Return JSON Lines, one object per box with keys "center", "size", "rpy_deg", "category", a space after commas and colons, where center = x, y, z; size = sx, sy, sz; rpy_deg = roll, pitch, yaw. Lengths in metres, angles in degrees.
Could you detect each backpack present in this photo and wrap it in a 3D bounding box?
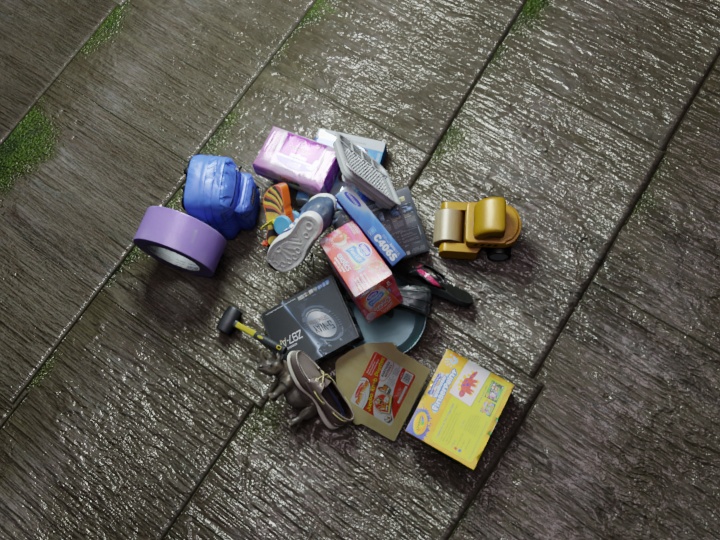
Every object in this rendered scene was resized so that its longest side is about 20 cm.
{"center": [-0.331, -0.184, 1.651], "size": [0.165, 0.200, 0.165], "rpy_deg": [-1, 70, 5], "category": "backpack"}

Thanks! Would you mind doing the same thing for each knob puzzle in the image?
{"center": [0.033, 0.250, 1.549], "size": [0.216, 0.030, 0.224], "rpy_deg": [-1, 86, 17], "category": "knob puzzle"}

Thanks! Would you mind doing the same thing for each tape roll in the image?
{"center": [-0.418, -0.065, 1.619], "size": [0.197, 0.200, 0.086], "rpy_deg": [17, 73, 11], "category": "tape roll"}

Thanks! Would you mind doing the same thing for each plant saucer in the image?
{"center": [0.053, 0.106, 1.604], "size": [0.197, 0.036, 0.203], "rpy_deg": [-2, 71, 5], "category": "plant saucer"}

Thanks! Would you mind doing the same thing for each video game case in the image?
{"center": [-0.046, -0.239, 1.725], "size": [0.179, 0.046, 0.203], "rpy_deg": [13, 73, 11], "category": "video game case"}

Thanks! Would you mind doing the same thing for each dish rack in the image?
{"center": [0.005, -0.220, 1.585], "size": [0.044, 0.171, 0.201], "rpy_deg": [-45, 31, 18], "category": "dish rack"}

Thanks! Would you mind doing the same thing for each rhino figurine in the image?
{"center": [-0.161, 0.254, 1.527], "size": [0.087, 0.060, 0.201], "rpy_deg": [-35, 102, -11], "category": "rhino figurine"}

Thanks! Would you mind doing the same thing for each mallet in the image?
{"center": [-0.241, 0.135, 1.595], "size": [0.198, 0.041, 0.067], "rpy_deg": [15, 74, 28], "category": "mallet"}

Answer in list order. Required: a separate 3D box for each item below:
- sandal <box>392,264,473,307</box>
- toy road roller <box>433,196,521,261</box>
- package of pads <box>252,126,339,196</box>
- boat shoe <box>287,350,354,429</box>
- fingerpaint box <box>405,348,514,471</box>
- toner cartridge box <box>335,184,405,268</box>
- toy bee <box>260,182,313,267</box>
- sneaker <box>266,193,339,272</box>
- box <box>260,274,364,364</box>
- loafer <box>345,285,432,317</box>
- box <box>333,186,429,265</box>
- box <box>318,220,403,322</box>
{"center": [0.170, 0.022, 1.601], "size": [0.198, 0.046, 0.075], "rpy_deg": [22, 30, 6], "category": "sandal"}
{"center": [0.267, -0.106, 1.596], "size": [0.197, 0.146, 0.125], "rpy_deg": [3, 71, 6], "category": "toy road roller"}
{"center": [-0.149, -0.261, 1.681], "size": [0.198, 0.076, 0.122], "rpy_deg": [21, 75, 15], "category": "package of pads"}
{"center": [-0.084, 0.253, 1.510], "size": [0.059, 0.072, 0.201], "rpy_deg": [-25, 101, 37], "category": "boat shoe"}
{"center": [0.212, 0.301, 1.504], "size": [0.165, 0.073, 0.202], "rpy_deg": [26, 75, 12], "category": "fingerpaint box"}
{"center": [0.022, -0.097, 1.567], "size": [0.043, 0.095, 0.201], "rpy_deg": [-39, 89, -2], "category": "toner cartridge box"}
{"center": [-0.198, -0.099, 1.661], "size": [0.107, 0.130, 0.203], "rpy_deg": [-13, 80, 26], "category": "toy bee"}
{"center": [-0.124, -0.093, 1.594], "size": [0.080, 0.200, 0.147], "rpy_deg": [40, 37, -6], "category": "sneaker"}
{"center": [-0.111, 0.128, 1.586], "size": [0.198, 0.044, 0.162], "rpy_deg": [-28, 70, 10], "category": "box"}
{"center": [0.063, 0.069, 1.560], "size": [0.197, 0.068, 0.072], "rpy_deg": [3, 77, 9], "category": "loafer"}
{"center": [0.046, -0.089, 1.640], "size": [0.197, 0.051, 0.160], "rpy_deg": [-20, 90, -2], "category": "box"}
{"center": [0.000, 0.000, 1.509], "size": [0.095, 0.100, 0.201], "rpy_deg": [-31, 48, -5], "category": "box"}
